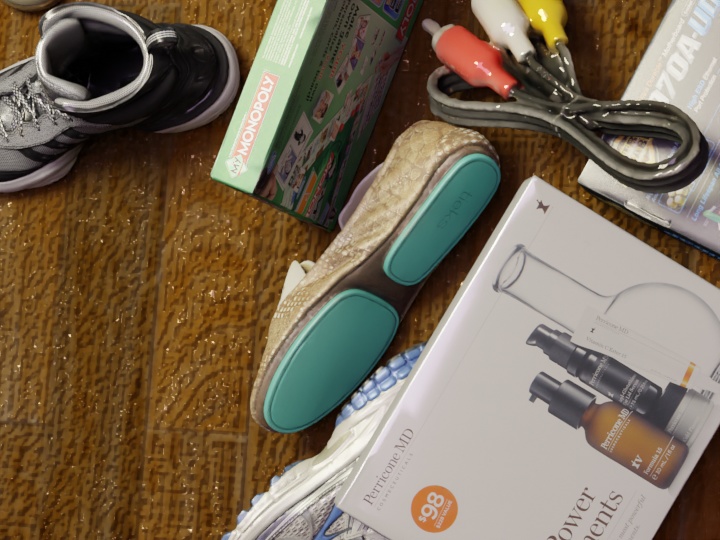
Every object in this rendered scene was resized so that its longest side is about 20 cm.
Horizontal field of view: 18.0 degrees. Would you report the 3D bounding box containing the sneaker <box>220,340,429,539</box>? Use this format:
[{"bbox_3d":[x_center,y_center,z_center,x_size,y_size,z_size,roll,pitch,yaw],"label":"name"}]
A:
[{"bbox_3d":[-0.005,0.135,1.226,0.085,0.077,0.200,44,97,14],"label":"sneaker"}]

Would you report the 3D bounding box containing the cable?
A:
[{"bbox_3d":[0.097,-0.095,1.196,0.097,0.050,0.200,-35,40,-5],"label":"cable"}]

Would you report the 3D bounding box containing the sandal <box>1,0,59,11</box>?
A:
[{"bbox_3d":[-0.178,-0.253,1.341,0.080,0.054,0.201,18,88,19],"label":"sandal"}]

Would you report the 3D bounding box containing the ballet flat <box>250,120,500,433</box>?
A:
[{"bbox_3d":[0.000,0.000,1.256,0.200,0.070,0.065,-50,45,3],"label":"ballet flat"}]

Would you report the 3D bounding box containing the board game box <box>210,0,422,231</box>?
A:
[{"bbox_3d":[-0.011,-0.127,1.230,0.029,0.135,0.201,21,89,18],"label":"board game box"}]

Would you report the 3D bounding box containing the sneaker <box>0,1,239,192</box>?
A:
[{"bbox_3d":[-0.176,-0.102,1.288,0.199,0.114,0.076,-16,78,15],"label":"sneaker"}]

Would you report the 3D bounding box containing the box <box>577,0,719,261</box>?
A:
[{"bbox_3d":[0.231,-0.096,1.196,0.159,0.046,0.201,28,91,19],"label":"box"}]

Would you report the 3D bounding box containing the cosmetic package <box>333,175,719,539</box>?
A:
[{"bbox_3d":[0.100,0.075,1.179,0.150,0.052,0.200,31,87,0],"label":"cosmetic package"}]
